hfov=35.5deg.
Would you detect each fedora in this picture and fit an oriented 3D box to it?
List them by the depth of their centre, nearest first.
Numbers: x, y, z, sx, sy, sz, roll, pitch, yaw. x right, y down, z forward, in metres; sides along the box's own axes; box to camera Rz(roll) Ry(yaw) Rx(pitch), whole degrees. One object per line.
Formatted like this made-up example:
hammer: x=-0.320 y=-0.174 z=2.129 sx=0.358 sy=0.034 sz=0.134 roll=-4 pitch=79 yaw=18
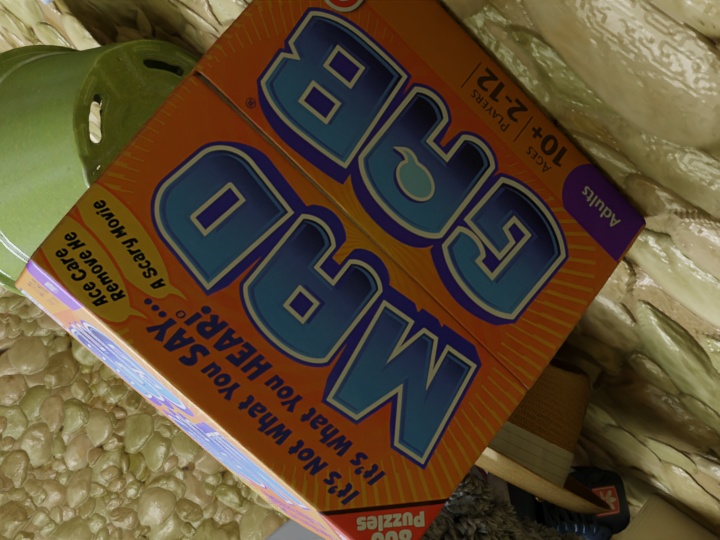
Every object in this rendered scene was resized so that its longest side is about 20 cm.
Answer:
fedora: x=0.091 y=0.082 z=0.724 sx=0.199 sy=0.083 sz=0.201 roll=28 pitch=179 yaw=1

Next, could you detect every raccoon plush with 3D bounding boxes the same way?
raccoon plush: x=0.118 y=0.179 z=0.657 sx=0.197 sy=0.098 sz=0.134 roll=0 pitch=146 yaw=34

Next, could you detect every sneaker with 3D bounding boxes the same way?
sneaker: x=0.153 y=0.175 z=0.838 sx=0.083 sy=0.076 sz=0.200 roll=-10 pitch=169 yaw=21

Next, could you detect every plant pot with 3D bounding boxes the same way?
plant pot: x=-0.182 y=-0.084 z=0.811 sx=0.200 sy=0.201 sz=0.189 roll=46 pitch=151 yaw=-24

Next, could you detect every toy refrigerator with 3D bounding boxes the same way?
toy refrigerator: x=0.216 y=0.277 z=0.886 sx=0.075 sy=0.070 sz=0.202 roll=34 pitch=136 yaw=23

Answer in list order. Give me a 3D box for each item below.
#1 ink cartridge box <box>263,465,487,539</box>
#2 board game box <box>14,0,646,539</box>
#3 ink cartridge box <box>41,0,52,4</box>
ink cartridge box: x=0.025 y=0.193 z=0.842 sx=0.084 sy=0.144 sz=0.200 roll=53 pitch=-176 yaw=15
board game box: x=-0.028 y=-0.008 z=0.561 sx=0.200 sy=0.201 sz=0.199 roll=43 pitch=165 yaw=-12
ink cartridge box: x=-0.258 y=-0.272 z=0.675 sx=0.199 sy=0.043 sz=0.196 roll=40 pitch=166 yaw=-3
